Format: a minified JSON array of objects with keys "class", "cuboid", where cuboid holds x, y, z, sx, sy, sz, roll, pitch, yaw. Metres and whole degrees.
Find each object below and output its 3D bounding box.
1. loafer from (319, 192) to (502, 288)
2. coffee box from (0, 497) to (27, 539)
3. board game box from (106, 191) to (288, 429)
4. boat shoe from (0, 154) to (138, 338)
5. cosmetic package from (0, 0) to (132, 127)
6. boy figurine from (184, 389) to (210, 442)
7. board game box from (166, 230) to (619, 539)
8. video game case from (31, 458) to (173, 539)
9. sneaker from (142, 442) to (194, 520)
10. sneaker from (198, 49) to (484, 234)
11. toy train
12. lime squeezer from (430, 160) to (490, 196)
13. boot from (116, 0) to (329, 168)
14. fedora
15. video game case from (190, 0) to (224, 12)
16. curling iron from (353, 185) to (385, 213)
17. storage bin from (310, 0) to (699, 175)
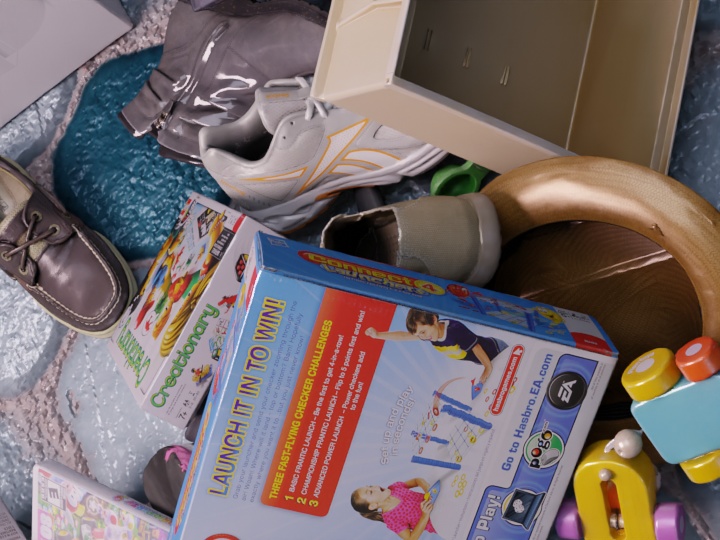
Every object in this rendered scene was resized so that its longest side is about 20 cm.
[{"class":"loafer","cuboid":[0.000,0.000,0.833,0.200,0.068,0.076,-33,54,49]},{"class":"coffee box","cuboid":[-0.245,0.253,0.919,0.200,0.079,0.115,50,130,26]},{"class":"board game box","cuboid":[-0.109,0.018,0.900,0.034,0.200,0.127,29,88,-17]},{"class":"boat shoe","cuboid":[-0.242,-0.023,1.025,0.200,0.065,0.073,37,92,27]},{"class":"cosmetic package","cuboid":[-0.315,-0.200,1.032,0.200,0.199,0.123,-35,65,11]},{"class":"boy figurine","cuboid":[-0.001,0.112,0.861,0.199,0.124,0.065,27,110,4]},{"class":"board game box","cuboid":[0.011,0.100,0.765,0.195,0.056,0.201,14,109,-11]},{"class":"video game case","cuboid":[-0.138,0.216,0.888,0.199,0.018,0.144,17,110,36]},{"class":"sneaker","cuboid":[-0.043,0.178,0.876,0.201,0.086,0.080,57,139,6]},{"class":"sneaker","cuboid":[-0.016,-0.096,0.903,0.199,0.092,0.076,-29,46,21]},{"class":"toy train","cuboid":[0.189,0.116,0.750,0.149,0.056,0.201,21,126,10]},{"class":"lime squeezer","cuboid":[0.053,-0.074,0.923,0.070,0.038,0.201,12,83,23]},{"class":"boot","cuboid":[-0.073,-0.123,0.985,0.199,0.070,0.132,22,88,38]},{"class":"fedora","cuboid":[0.144,0.018,0.816,0.200,0.082,0.202,12,113,29]},{"class":"video game case","cuboid":[-0.073,-0.255,0.874,0.200,0.019,0.144,-10,96,57]},{"class":"curling iron","cuboid":[0.010,-0.003,0.906,0.050,0.025,0.201,-40,49,37]},{"class":"storage bin","cuboid":[0.095,-0.162,0.831,0.094,0.199,0.200,-3,71,58]}]
